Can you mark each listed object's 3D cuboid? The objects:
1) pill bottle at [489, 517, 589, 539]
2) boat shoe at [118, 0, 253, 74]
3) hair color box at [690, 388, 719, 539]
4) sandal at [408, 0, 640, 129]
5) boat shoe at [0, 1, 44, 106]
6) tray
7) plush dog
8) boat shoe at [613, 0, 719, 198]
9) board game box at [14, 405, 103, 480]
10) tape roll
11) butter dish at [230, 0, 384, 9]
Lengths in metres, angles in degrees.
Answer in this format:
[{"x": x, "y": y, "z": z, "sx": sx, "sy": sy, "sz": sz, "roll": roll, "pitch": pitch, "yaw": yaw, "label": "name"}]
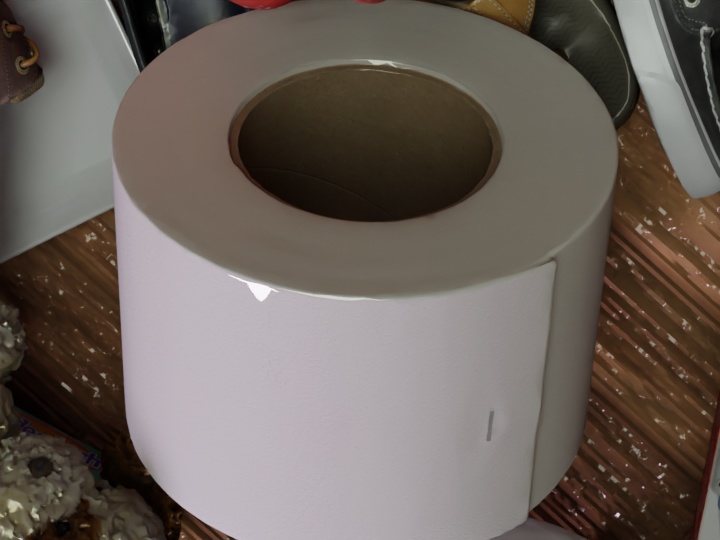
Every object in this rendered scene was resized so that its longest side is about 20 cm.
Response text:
[{"x": 0.048, "y": 0.215, "z": 0.930, "sx": 0.116, "sy": 0.116, "sz": 0.201, "roll": 25, "pitch": 110, "yaw": 3, "label": "pill bottle"}, {"x": -0.078, "y": -0.143, "z": 0.961, "sx": 0.074, "sy": 0.062, "sz": 0.202, "roll": -9, "pitch": 101, "yaw": 15, "label": "boat shoe"}, {"x": 0.201, "y": 0.109, "z": 0.947, "sx": 0.110, "sy": 0.064, "sz": 0.202, "roll": 10, "pitch": 123, "yaw": 8, "label": "hair color box"}, {"x": 0.046, "y": -0.137, "z": 0.942, "sx": 0.081, "sy": 0.055, "sz": 0.201, "roll": -28, "pitch": 97, "yaw": 16, "label": "sandal"}, {"x": -0.177, "y": -0.091, "z": 0.976, "sx": 0.071, "sy": 0.072, "sz": 0.202, "roll": 4, "pitch": 96, "yaw": -21, "label": "boat shoe"}, {"x": -0.184, "y": -0.056, "z": 1.025, "sx": 0.199, "sy": 0.022, "sz": 0.108, "roll": -24, "pitch": 98, "yaw": 16, "label": "tray"}, {"x": -0.167, "y": 0.119, "z": 0.951, "sx": 0.170, "sy": 0.200, "sz": 0.162, "roll": 16, "pitch": 117, "yaw": 11, "label": "plush dog"}, {"x": 0.139, "y": -0.133, "z": 0.923, "sx": 0.066, "sy": 0.070, "sz": 0.202, "roll": -15, "pitch": 94, "yaw": 16, "label": "boat shoe"}, {"x": -0.197, "y": 0.164, "z": 1.072, "sx": 0.151, "sy": 0.045, "sz": 0.201, "roll": 28, "pitch": 108, "yaw": 3, "label": "board game box"}, {"x": 0.000, "y": 0.000, "z": 0.892, "sx": 0.201, "sy": 0.203, "sz": 0.140, "roll": 10, "pitch": 130, "yaw": 8, "label": "tape roll"}, {"x": -0.047, "y": -0.184, "z": 0.866, "sx": 0.199, "sy": 0.200, "sz": 0.148, "roll": 43, "pitch": 138, "yaw": -4, "label": "butter dish"}]
